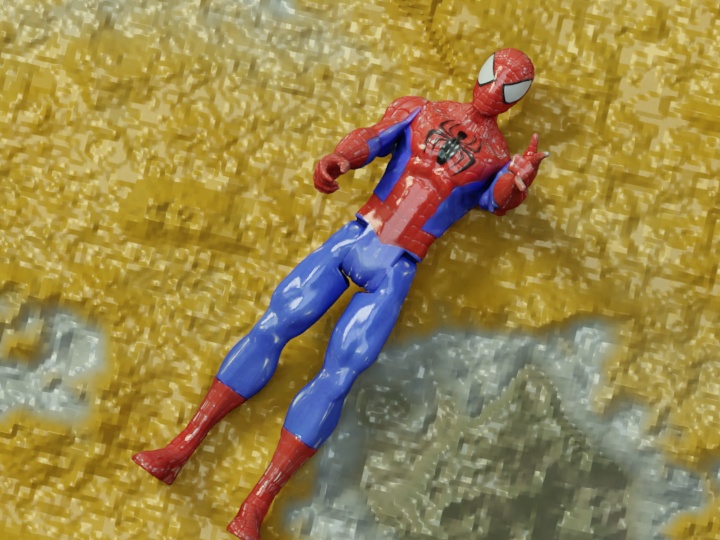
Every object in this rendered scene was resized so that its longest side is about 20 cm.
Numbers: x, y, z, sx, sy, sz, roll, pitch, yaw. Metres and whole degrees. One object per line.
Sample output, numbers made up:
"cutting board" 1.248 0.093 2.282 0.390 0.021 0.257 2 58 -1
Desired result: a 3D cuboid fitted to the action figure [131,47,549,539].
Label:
"action figure" 0.000 0.000 0.880 0.065 0.099 0.200 35 84 5
